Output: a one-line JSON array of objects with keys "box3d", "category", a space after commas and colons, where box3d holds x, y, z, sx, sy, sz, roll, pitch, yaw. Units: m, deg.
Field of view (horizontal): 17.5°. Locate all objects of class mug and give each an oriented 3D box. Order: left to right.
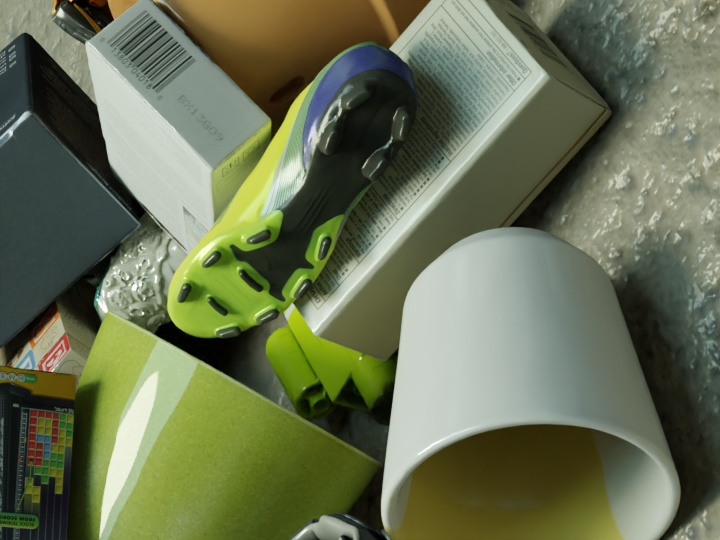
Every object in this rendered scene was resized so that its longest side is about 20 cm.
[{"box3d": [0.070, 0.071, 1.226, 0.186, 0.149, 0.154, -37, 40, 34], "category": "mug"}]

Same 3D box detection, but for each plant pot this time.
[{"box3d": [-0.117, 0.155, 1.379, 0.187, 0.187, 0.200, 23, 83, 57], "category": "plant pot"}, {"box3d": [-0.059, -0.164, 1.415, 0.140, 0.200, 0.200, -40, 30, -16], "category": "plant pot"}]

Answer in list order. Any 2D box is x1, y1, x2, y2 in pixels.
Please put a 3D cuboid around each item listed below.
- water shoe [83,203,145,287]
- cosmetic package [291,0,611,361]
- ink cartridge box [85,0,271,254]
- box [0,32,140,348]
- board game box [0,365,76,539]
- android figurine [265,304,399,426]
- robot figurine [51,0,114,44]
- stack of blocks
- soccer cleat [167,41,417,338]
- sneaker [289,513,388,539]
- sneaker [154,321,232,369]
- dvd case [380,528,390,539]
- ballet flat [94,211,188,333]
[{"box3d": [-0.154, -0.044, 1.655, 0.200, 0.079, 0.072, -42, 45, 39], "category": "water shoe"}, {"box3d": [0.035, -0.058, 1.338, 0.200, 0.073, 0.104, -48, 53, 17], "category": "cosmetic package"}, {"box3d": [-0.105, -0.072, 1.404, 0.109, 0.050, 0.200, 46, 165, 14], "category": "ink cartridge box"}, {"box3d": [-0.239, -0.051, 1.561, 0.148, 0.107, 0.200, -40, 21, 7], "category": "box"}, {"box3d": [-0.232, 0.153, 1.377, 0.200, 0.057, 0.166, -19, 66, 58], "category": "board game box"}, {"box3d": [0.000, 0.000, 1.447, 0.182, 0.041, 0.200, -58, 38, 24], "category": "android figurine"}, {"box3d": [-0.127, -0.186, 1.565, 0.058, 0.200, 0.145, -49, 41, 33], "category": "robot figurine"}, {"box3d": [-0.216, 0.074, 1.546, 0.115, 0.059, 0.200, -50, 23, 6], "category": "stack of blocks"}, {"box3d": [-0.037, -0.043, 1.315, 0.200, 0.065, 0.084, -50, 22, 19], "category": "soccer cleat"}, {"box3d": [0.026, 0.210, 1.195, 0.077, 0.146, 0.202, -42, 52, 7], "category": "sneaker"}, {"box3d": [-0.157, 0.083, 1.584, 0.093, 0.070, 0.200, -3, 58, 57], "category": "sneaker"}, {"box3d": [0.022, 0.244, 1.323, 0.150, 0.025, 0.201, -40, 45, 41], "category": "dvd case"}, {"box3d": [-0.095, -0.034, 1.524, 0.200, 0.072, 0.072, -54, 28, -19], "category": "ballet flat"}]
